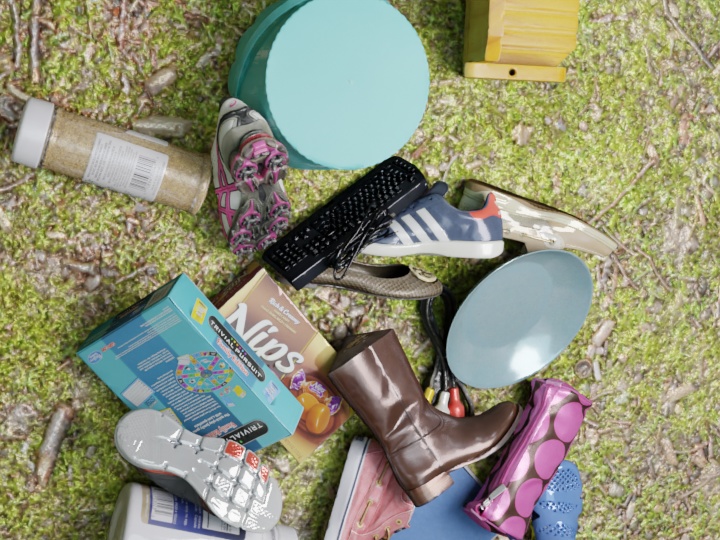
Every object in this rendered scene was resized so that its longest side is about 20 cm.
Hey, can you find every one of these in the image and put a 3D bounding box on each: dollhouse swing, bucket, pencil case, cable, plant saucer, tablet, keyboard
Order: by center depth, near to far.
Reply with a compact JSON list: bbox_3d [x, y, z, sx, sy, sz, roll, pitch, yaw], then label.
[{"bbox_3d":[-0.031,-0.200,1.166,0.205,0.135,0.210,-3,100,-18],"label":"bucket"},{"bbox_3d":[0.191,-0.309,1.196,0.180,0.176,0.203,0,98,-17],"label":"dollhouse swing"},{"bbox_3d":[-0.011,-0.060,1.201,0.200,0.104,0.040,-39,138,-16],"label":"keyboard"},{"bbox_3d":[0.180,0.050,1.300,0.199,0.039,0.203,-16,131,-19],"label":"plant saucer"},{"bbox_3d":[0.105,0.120,1.308,0.096,0.050,0.202,6,97,-23],"label":"cable"},{"bbox_3d":[0.200,0.221,1.324,0.094,0.090,0.201,38,77,-44],"label":"pencil case"},{"bbox_3d":[0.079,0.332,1.355,0.200,0.014,0.130,-43,109,-5],"label":"tablet"}]

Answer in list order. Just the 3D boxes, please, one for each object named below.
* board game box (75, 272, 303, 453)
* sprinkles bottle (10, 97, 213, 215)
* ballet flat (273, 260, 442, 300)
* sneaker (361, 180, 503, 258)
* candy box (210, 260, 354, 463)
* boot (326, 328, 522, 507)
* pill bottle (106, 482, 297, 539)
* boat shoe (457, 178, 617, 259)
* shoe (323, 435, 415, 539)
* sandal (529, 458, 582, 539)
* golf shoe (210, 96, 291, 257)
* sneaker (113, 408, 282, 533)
[{"bbox_3d":[-0.181,0.117,1.178,0.150,0.047,0.200,-28,112,31],"label":"board game box"},{"bbox_3d":[-0.256,-0.117,1.147,0.198,0.068,0.069,17,94,-19],"label":"sprinkles bottle"},{"bbox_3d":[0.000,0.000,1.250,0.198,0.067,0.047,7,101,-12],"label":"ballet flat"},{"bbox_3d":[0.062,-0.058,1.243,0.197,0.075,0.086,1,92,-2],"label":"sneaker"},{"bbox_3d":[-0.093,0.102,1.241,0.117,0.056,0.200,-41,109,-6],"label":"candy box"},{"bbox_3d":[0.074,0.134,1.252,0.186,0.064,0.201,-35,95,-29],"label":"boot"},{"bbox_3d":[-0.174,0.307,1.221,0.198,0.111,0.112,16,94,-19],"label":"pill bottle"},{"bbox_3d":[0.206,-0.046,1.303,0.198,0.072,0.066,18,99,-13],"label":"boat shoe"},{"bbox_3d":[0.010,0.300,1.284,0.090,0.071,0.202,15,91,7],"label":"shoe"},{"bbox_3d":[0.245,0.332,1.369,0.079,0.087,0.203,1,97,-15],"label":"sandal"},{"bbox_3d":[-0.118,-0.096,1.160,0.072,0.093,0.201,-19,149,-21],"label":"golf shoe"},{"bbox_3d":[-0.174,0.213,1.184,0.199,0.082,0.077,35,63,-7],"label":"sneaker"}]
